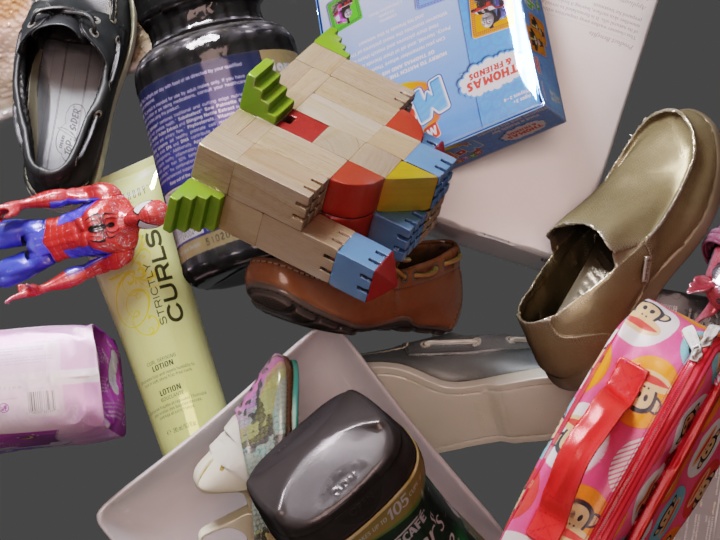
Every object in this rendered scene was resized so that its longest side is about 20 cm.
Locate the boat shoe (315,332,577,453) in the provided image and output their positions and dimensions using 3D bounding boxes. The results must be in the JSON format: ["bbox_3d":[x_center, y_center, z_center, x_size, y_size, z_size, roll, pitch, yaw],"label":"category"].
[{"bbox_3d":[0.058,0.076,1.560,0.199,0.062,0.073,-1,124,10],"label":"boat shoe"}]

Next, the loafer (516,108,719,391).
[{"bbox_3d":[0.164,-0.022,1.484,0.067,0.076,0.201,37,73,-39],"label":"loafer"}]

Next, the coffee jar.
[{"bbox_3d":[0.017,0.168,1.445,0.104,0.085,0.200,-42,127,-6],"label":"coffee jar"}]

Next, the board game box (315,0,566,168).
[{"bbox_3d":[0.045,-0.162,1.534,0.151,0.037,0.201,-22,62,27],"label":"board game box"}]

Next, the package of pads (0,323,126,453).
[{"bbox_3d":[-0.255,0.081,1.523,0.199,0.121,0.076,-5,83,0],"label":"package of pads"}]

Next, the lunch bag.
[{"bbox_3d":[0.158,0.117,1.436,0.082,0.176,0.201,29,90,21],"label":"lunch bag"}]

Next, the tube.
[{"bbox_3d":[-0.138,0.027,1.566,0.058,0.052,0.201,-12,77,-29],"label":"tube"}]

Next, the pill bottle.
[{"bbox_3d":[-0.085,-0.096,1.548,0.111,0.112,0.201,-15,83,-1],"label":"pill bottle"}]

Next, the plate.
[{"bbox_3d":[-0.037,0.167,1.533,0.200,0.032,0.200,-40,100,-2],"label":"plate"}]

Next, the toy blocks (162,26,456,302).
[{"bbox_3d":[-0.009,-0.060,1.421,0.136,0.200,0.100,26,128,13],"label":"toy blocks"}]

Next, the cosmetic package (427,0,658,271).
[{"bbox_3d":[0.118,-0.106,1.564,0.112,0.081,0.201,20,84,3],"label":"cosmetic package"}]

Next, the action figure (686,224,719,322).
[{"bbox_3d":[0.277,-0.036,1.492,0.199,0.134,0.149,-27,68,-24],"label":"action figure"}]

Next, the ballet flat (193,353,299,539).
[{"bbox_3d":[-0.068,0.154,1.479,0.071,0.069,0.201,-4,101,-3],"label":"ballet flat"}]

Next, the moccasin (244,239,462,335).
[{"bbox_3d":[0.001,0.000,1.484,0.073,0.201,0.078,15,98,41],"label":"moccasin"}]

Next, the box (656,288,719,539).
[{"bbox_3d":[0.251,0.123,1.547,0.157,0.051,0.201,9,83,3],"label":"box"}]

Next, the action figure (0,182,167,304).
[{"bbox_3d":[-0.217,-0.015,1.543,0.199,0.052,0.066,-15,88,14],"label":"action figure"}]

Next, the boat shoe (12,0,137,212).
[{"bbox_3d":[-0.197,-0.143,1.574,0.074,0.066,0.200,9,78,8],"label":"boat shoe"}]
